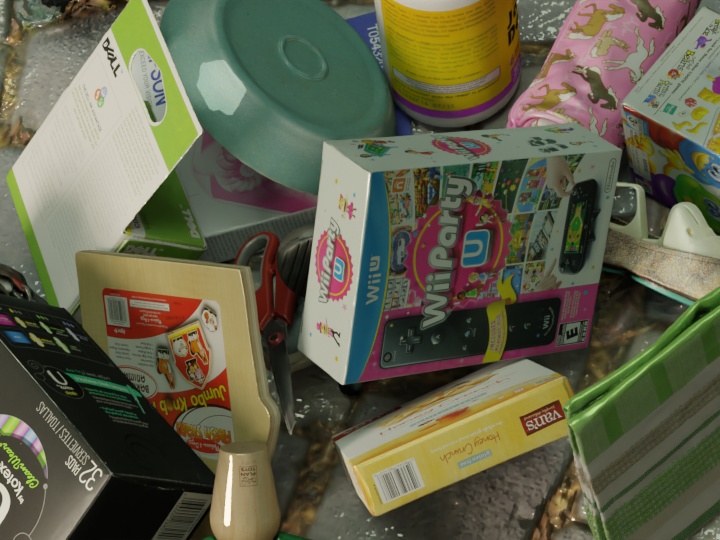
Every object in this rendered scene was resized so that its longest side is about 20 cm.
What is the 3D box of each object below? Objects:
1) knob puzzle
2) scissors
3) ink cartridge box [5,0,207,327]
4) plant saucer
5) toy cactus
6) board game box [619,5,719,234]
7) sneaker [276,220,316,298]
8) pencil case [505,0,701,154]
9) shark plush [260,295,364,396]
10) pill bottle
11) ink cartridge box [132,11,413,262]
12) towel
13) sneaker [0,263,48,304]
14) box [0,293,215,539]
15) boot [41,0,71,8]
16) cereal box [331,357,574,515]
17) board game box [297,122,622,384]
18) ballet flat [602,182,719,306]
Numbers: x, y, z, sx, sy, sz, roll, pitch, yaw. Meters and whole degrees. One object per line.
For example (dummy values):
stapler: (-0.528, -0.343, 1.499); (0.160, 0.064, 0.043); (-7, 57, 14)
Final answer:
knob puzzle: (-0.115, 0.088, 1.633); (0.030, 0.221, 0.219); (-15, 45, -42)
scissors: (-0.062, 0.042, 1.627); (0.073, 0.014, 0.201); (-15, 42, 21)
ink cartridge box: (-0.157, -0.074, 1.719); (0.200, 0.075, 0.148); (-50, 48, 32)
plant saucer: (-0.049, -0.142, 1.742); (0.199, 0.036, 0.201); (24, 41, -22)
toy cactus: (-0.075, 0.195, 1.552); (0.198, 0.102, 0.166); (-2, 101, 2)
board game box: (0.292, -0.076, 1.675); (0.199, 0.103, 0.105); (31, 68, 28)
sneaker: (0.019, -0.033, 1.654); (0.199, 0.074, 0.089); (-9, 49, -34)
pencil case: (0.175, -0.150, 1.756); (0.086, 0.083, 0.201); (9, 56, 30)
shark plush: (0.000, 0.000, 1.700); (0.091, 0.083, 0.200); (35, 70, 30)
pill bottle: (0.060, -0.201, 1.746); (0.103, 0.200, 0.105); (-3, 55, 5)
ink cartridge box: (-0.065, -0.109, 1.814); (0.199, 0.043, 0.197); (-16, 55, 4)
towel: (0.194, 0.101, 1.521); (0.149, 0.200, 0.031); (-37, 53, -13)
sneaker: (-0.262, 0.016, 1.688); (0.081, 0.200, 0.078); (11, 89, 9)
box: (-0.218, 0.130, 1.607); (0.200, 0.124, 0.149); (44, 106, 31)
boot: (-0.168, -0.237, 1.887); (0.167, 0.077, 0.200); (-21, 40, -5)
cereal box: (0.058, 0.103, 1.564); (0.143, 0.200, 0.040); (-23, 94, -4)
board game box: (0.065, -0.014, 1.590); (0.199, 0.149, 0.064); (-7, 25, -31)
ballet flat: (0.195, -0.021, 1.674); (0.199, 0.068, 0.068); (20, 98, 23)
